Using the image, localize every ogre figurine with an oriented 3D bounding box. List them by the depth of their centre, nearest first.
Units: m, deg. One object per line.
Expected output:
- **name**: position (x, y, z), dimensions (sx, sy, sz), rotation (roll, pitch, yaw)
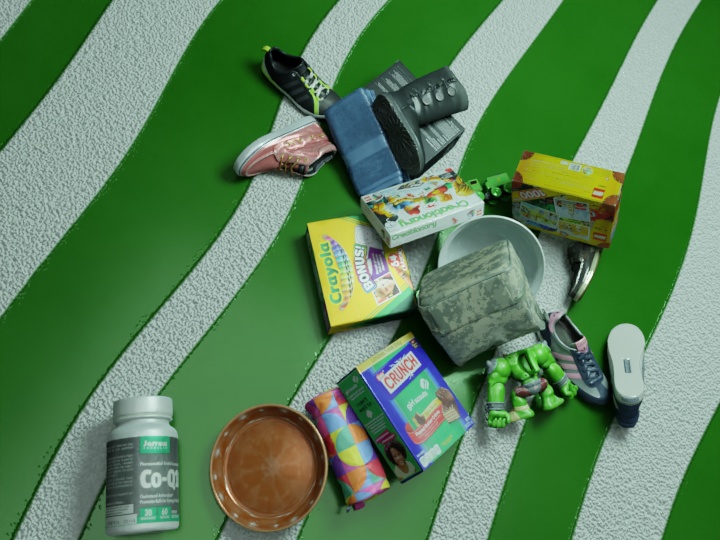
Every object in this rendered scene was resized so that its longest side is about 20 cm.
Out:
- **ogre figurine**: position (0.305, 0.203, 1.354), dimensions (0.196, 0.098, 0.122), rotation (-16, 86, -5)

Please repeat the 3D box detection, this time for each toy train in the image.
- **toy train**: position (0.221, -0.153, 1.494), dimensions (0.196, 0.042, 0.057), rotation (-16, 65, -17)

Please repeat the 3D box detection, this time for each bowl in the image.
- **bowl**: position (0.246, -0.018, 1.401), dimensions (0.197, 0.091, 0.205), rotation (3, 110, 7)

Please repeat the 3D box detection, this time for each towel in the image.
- **towel**: position (0.011, -0.241, 1.434), dimensions (0.110, 0.048, 0.203), rotation (-22, 94, 24)

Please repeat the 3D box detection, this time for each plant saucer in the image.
- **plant saucer**: position (-0.150, 0.325, 1.224), dimensions (0.196, 0.032, 0.205), rotation (-1, 76, 3)

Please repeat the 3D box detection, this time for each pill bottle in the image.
- **pill bottle**: position (-0.343, 0.307, 1.165), dimensions (0.111, 0.113, 0.204), rotation (-2, 72, -13)

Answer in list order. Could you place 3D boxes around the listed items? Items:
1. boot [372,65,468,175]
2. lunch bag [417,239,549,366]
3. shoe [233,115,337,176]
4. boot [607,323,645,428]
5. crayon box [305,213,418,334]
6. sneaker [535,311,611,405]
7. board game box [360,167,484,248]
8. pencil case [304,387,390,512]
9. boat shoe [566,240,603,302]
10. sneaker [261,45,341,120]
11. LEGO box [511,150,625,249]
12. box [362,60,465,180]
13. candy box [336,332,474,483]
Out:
- **boot**: position (0.135, -0.291, 1.427), dimensions (0.199, 0.065, 0.167), rotation (-29, 96, -38)
- **lunch bag**: position (0.215, 0.068, 1.315), dimensions (0.197, 0.140, 0.169), rotation (-25, 109, 19)
- **shoe**: position (-0.141, -0.216, 1.418), dimensions (0.199, 0.072, 0.091), rotation (-34, 75, -25)
- **boot**: position (0.507, 0.199, 1.419), dimensions (0.071, 0.092, 0.201), rotation (4, 40, 18)
- **crayon box**: position (0.000, 0.000, 1.379), dimensions (0.169, 0.058, 0.204), rotation (-10, 73, -15)
- **sneaker**: position (0.411, 0.165, 1.397), dimensions (0.070, 0.082, 0.201), rotation (-35, 81, -22)
- **board game box**: position (0.114, -0.119, 1.372), dimensions (0.197, 0.035, 0.127), rotation (-20, 45, -17)
- **pencil case**: position (-0.024, 0.301, 1.255), dimensions (0.087, 0.089, 0.203), rotation (-18, 74, -18)
- **boat shoe**: position (0.446, -0.032, 1.486), dimensions (0.065, 0.072, 0.203), rotation (24, 67, 8)
- **sneaker**: position (-0.118, -0.375, 1.474), dimensions (0.198, 0.083, 0.072), rotation (32, 67, 0)
- **LEGO box**: position (0.398, -0.136, 1.429), dimensions (0.197, 0.150, 0.078), rotation (17, 65, 22)
- **box**: position (0.089, -0.300, 1.496), dimensions (0.141, 0.079, 0.200), rotation (-40, 83, -24)
- **candy box**: position (0.079, 0.230, 1.272), dimensions (0.168, 0.077, 0.201), rotation (-26, 76, -47)
